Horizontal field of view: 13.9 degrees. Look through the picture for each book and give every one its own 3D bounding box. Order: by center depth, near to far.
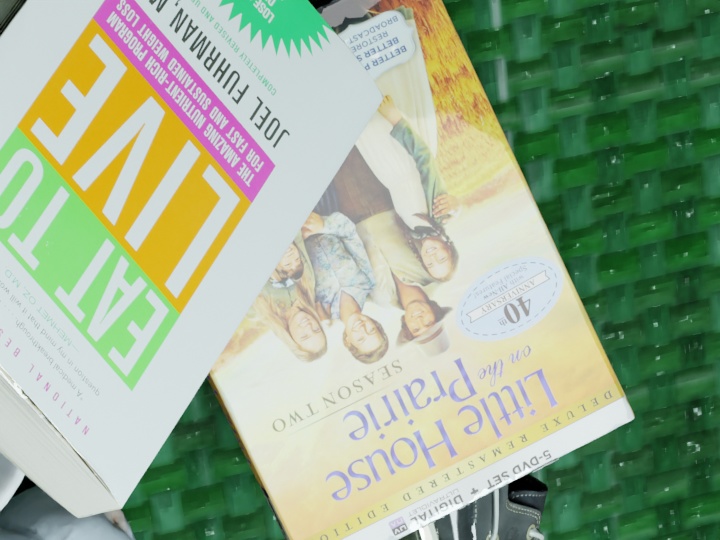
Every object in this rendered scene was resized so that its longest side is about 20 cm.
[{"bbox_3d":[-0.083,-0.035,0.986,0.134,0.048,0.200,48,51,-23],"label":"book"}]

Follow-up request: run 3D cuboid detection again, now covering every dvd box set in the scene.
[{"bbox_3d":[0.000,0.000,1.142,0.146,0.029,0.200,-26,98,-6],"label":"dvd box set"}]

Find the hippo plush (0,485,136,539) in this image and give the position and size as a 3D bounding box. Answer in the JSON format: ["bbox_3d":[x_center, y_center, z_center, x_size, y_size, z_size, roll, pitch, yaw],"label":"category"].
[{"bbox_3d":[-0.144,0.173,1.157,0.200,0.159,0.161,-27,93,-44],"label":"hippo plush"}]

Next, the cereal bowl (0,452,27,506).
[{"bbox_3d":[-0.203,0.016,0.956,0.200,0.200,0.083,33,139,-28],"label":"cereal bowl"}]

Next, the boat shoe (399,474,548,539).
[{"bbox_3d":[0.050,0.112,1.222,0.068,0.072,0.200,-17,114,-11],"label":"boat shoe"}]
